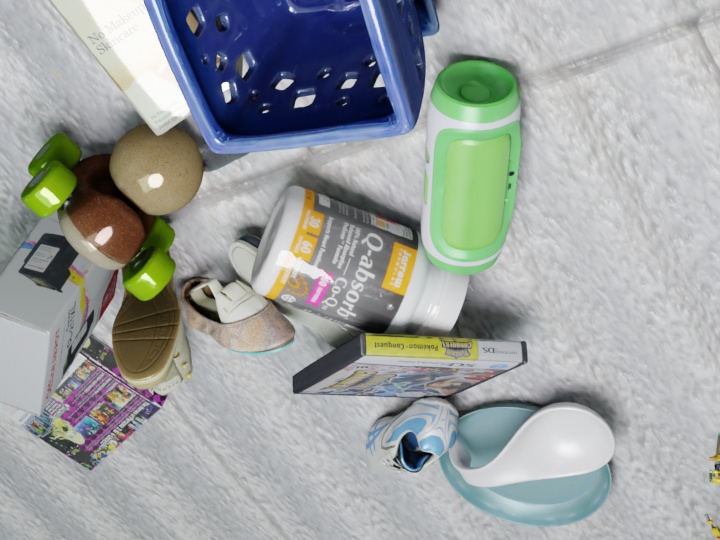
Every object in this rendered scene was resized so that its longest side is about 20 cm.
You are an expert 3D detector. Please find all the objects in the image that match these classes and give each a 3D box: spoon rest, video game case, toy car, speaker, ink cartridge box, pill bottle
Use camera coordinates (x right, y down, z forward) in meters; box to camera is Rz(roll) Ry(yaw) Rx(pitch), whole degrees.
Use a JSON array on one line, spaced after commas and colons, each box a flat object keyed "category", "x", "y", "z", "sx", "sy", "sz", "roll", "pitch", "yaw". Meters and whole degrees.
[{"category": "spoon rest", "x": 0.183, "y": 0.196, "z": 1.518, "sx": 0.200, "sy": 0.061, "sz": 0.099, "roll": -20, "pitch": 121, "yaw": 35}, {"category": "video game case", "x": 0.047, "y": 0.102, "z": 1.443, "sx": 0.180, "sy": 0.026, "sz": 0.200, "roll": 4, "pitch": 163, "yaw": -22}, {"category": "video game case", "x": -0.360, "y": 0.152, "z": 1.742, "sx": 0.181, "sy": 0.036, "sz": 0.200, "roll": 37, "pitch": 133, "yaw": -13}, {"category": "toy car", "x": -0.213, "y": -0.103, "z": 1.415, "sx": 0.200, "sy": 0.158, "sz": 0.164, "roll": -42, "pitch": 113, "yaw": 12}, {"category": "speaker", "x": 0.102, "y": -0.093, "z": 1.306, "sx": 0.088, "sy": 0.089, "sz": 0.200, "roll": 12, "pitch": 133, "yaw": 11}, {"category": "ink cartridge box", "x": -0.335, "y": 0.034, "z": 1.509, "sx": 0.083, "sy": 0.200, "sz": 0.146, "roll": 21, "pitch": 135, "yaw": 2}, {"category": "pill bottle", "x": 0.000, "y": 0.000, "z": 1.400, "sx": 0.200, "sy": 0.117, "sz": 0.116, "roll": 20, "pitch": 136, "yaw": -11}]

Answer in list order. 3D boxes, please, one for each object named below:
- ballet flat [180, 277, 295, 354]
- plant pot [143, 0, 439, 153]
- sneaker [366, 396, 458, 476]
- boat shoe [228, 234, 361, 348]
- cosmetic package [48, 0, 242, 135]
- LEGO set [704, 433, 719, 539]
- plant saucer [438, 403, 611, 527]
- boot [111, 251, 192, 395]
[{"category": "ballet flat", "x": -0.141, "y": 0.043, "z": 1.493, "sx": 0.200, "sy": 0.068, "sz": 0.067, "roll": 9, "pitch": 125, "yaw": 55}, {"category": "plant pot", "x": -0.046, "y": -0.232, "z": 1.170, "sx": 0.200, "sy": 0.180, "sz": 0.200, "roll": -3, "pitch": 128, "yaw": 24}, {"category": "sneaker", "x": 0.050, "y": 0.202, "z": 1.589, "sx": 0.072, "sy": 0.073, "sz": 0.200, "roll": 29, "pitch": 151, "yaw": -7}, {"category": "boat shoe", "x": -0.047, "y": 0.020, "z": 1.479, "sx": 0.200, "sy": 0.062, "sz": 0.075, "roll": 34, "pitch": 150, "yaw": 2}, {"category": "cosmetic package", "x": -0.205, "y": -0.236, "z": 1.282, "sx": 0.105, "sy": 0.071, "sz": 0.200, "roll": -32, "pitch": 117, "yaw": 13}, {"category": "LEGO set", "x": 0.441, "y": 0.267, "z": 1.477, "sx": 0.153, "sy": 0.116, "sz": 0.200, "roll": 6, "pitch": 132, "yaw": 16}, {"category": "plant saucer", "x": 0.189, "y": 0.218, "z": 1.596, "sx": 0.200, "sy": 0.027, "sz": 0.200, "roll": 11, "pitch": 133, "yaw": 12}, {"category": "boot", "x": -0.222, "y": 0.087, "z": 1.523, "sx": 0.072, "sy": 0.200, "sz": 0.155, "roll": -6, "pitch": 133, "yaw": -3}]
